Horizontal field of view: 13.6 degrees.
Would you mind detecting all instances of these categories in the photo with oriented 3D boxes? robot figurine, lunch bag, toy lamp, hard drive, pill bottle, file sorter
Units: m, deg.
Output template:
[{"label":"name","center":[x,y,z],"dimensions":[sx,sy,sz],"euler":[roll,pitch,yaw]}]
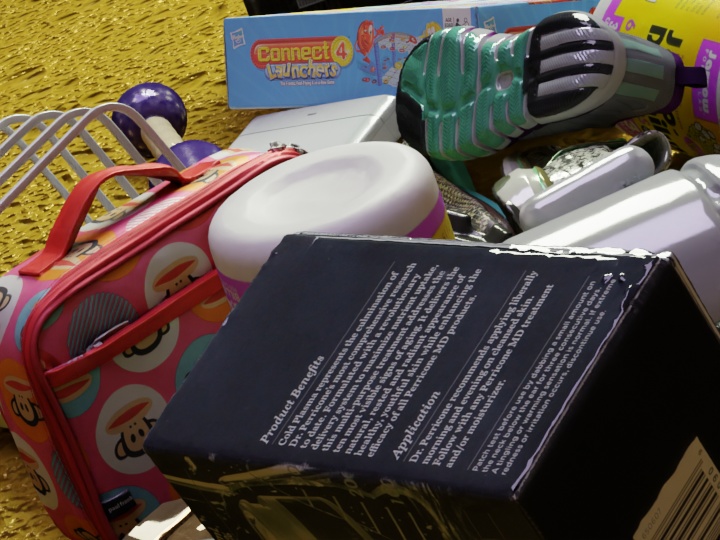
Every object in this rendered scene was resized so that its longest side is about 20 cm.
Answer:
[{"label":"robot figurine","center":[0.139,0.016,1.425],"dimensions":[0.199,0.113,0.170],"euler":[-22,63,-8]},{"label":"lunch bag","center":[-0.090,0.027,1.504],"dimensions":[0.200,0.177,0.082],"euler":[-34,23,-28]},{"label":"toy lamp","center":[-0.115,-0.070,1.903],"dimensions":[0.058,0.058,0.200],"euler":[-21,22,-5]},{"label":"hard drive","center":[-0.069,-0.021,1.713],"dimensions":[0.132,0.027,0.200],"euler":[-6,39,48]},{"label":"pill bottle","center":[0.010,0.052,1.334],"dimensions":[0.104,0.201,0.104],"euler":[-17,23,7]},{"label":"file sorter","center":[-0.171,-0.006,1.623],"dimensions":[0.139,0.125,0.200],"euler":[-47,19,-19]},{"label":"pill bottle","center":[0.214,-0.106,1.635],"dimensions":[0.104,0.105,0.200],"euler":[-28,24,-21]}]

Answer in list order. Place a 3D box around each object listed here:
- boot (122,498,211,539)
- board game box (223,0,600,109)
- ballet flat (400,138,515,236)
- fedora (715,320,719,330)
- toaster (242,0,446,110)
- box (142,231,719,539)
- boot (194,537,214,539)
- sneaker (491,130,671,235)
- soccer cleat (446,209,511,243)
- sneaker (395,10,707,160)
[{"label":"boot","center":[-0.040,0.116,1.428],"dimensions":[0.075,0.074,0.200],"euler":[16,41,24]},{"label":"board game box","center":[0.054,-0.133,1.820],"dimensions":[0.199,0.056,0.195],"euler":[1,7,40]},{"label":"ballet flat","center":[0.040,-0.026,1.676],"dimensions":[0.075,0.068,0.200],"euler":[-35,25,2]},{"label":"fedora","center":[0.201,0.077,1.243],"dimensions":[0.199,0.092,0.201],"euler":[-8,13,2]},{"label":"toaster","center":[-0.007,-0.231,1.995],"dimensions":[0.180,0.201,0.119],"euler":[-21,27,-2]},{"label":"box","center":[0.059,0.096,1.168],"dimensions":[0.196,0.200,0.124],"euler":[5,50,45]},{"label":"boot","center":[-0.109,0.195,1.278],"dimensions":[0.202,0.074,0.154],"euler":[-17,25,16]},{"label":"sneaker","center":[0.125,-0.039,1.567],"dimensions":[0.088,0.077,0.200],"euler":[-27,6,8]},{"label":"soccer cleat","center":[0.000,0.000,1.590],"dimensions":[0.199,0.084,0.065],"euler":[18,22,38]},{"label":"sneaker","center":[0.098,-0.092,1.629],"dimensions":[0.087,0.075,0.200],"euler":[10,-6,-31]}]
